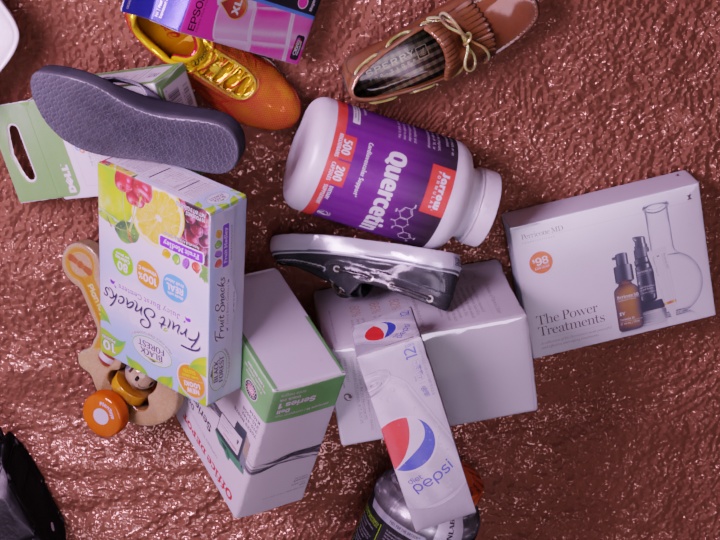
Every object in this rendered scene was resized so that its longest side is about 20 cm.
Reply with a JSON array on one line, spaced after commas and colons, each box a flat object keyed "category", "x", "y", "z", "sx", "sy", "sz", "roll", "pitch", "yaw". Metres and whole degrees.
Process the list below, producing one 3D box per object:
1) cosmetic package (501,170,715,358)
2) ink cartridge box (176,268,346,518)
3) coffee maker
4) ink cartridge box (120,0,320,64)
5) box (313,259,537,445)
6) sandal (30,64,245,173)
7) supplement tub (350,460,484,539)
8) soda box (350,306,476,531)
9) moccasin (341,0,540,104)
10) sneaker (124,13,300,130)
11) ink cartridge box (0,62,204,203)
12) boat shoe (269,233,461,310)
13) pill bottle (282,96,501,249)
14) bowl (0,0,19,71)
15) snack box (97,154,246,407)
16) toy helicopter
[{"category": "cosmetic package", "x": 0.257, "y": -0.006, "z": 1.544, "sx": 0.199, "sy": 0.052, "sz": 0.151, "roll": -14, "pitch": 110, "yaw": -1}, {"category": "ink cartridge box", "x": -0.102, "y": 0.123, "z": 1.461, "sx": 0.084, "sy": 0.146, "sz": 0.201, "roll": -13, "pitch": 141, "yaw": -31}, {"category": "coffee maker", "x": -0.431, "y": 0.256, "z": 1.540, "sx": 0.199, "sy": 0.135, "sz": 0.193, "roll": -23, "pitch": 89, "yaw": 2}, {"category": "ink cartridge box", "x": -0.118, "y": -0.253, "z": 1.348, "sx": 0.199, "sy": 0.037, "sz": 0.095, "roll": 8, "pitch": 107, "yaw": -46}, {"category": "box", "x": 0.062, "y": 0.079, "z": 1.499, "sx": 0.199, "sy": 0.152, "sz": 0.107, "roll": -9, "pitch": 112, "yaw": -2}, {"category": "sandal", "x": -0.197, "y": -0.134, "z": 1.328, "sx": 0.199, "sy": 0.043, "sz": 0.076, "roll": 18, "pitch": 132, "yaw": 4}, {"category": "supplement tub", "x": 0.052, "y": 0.297, "z": 1.602, "sx": 0.122, "sy": 0.123, "sz": 0.201, "roll": 18, "pitch": 110, "yaw": -13}, {"category": "soda box", "x": 0.050, "y": 0.141, "z": 1.404, "sx": 0.063, "sy": 0.068, "sz": 0.201, "roll": -18, "pitch": 115, "yaw": 1}, {"category": "moccasin", "x": 0.077, "y": -0.215, "z": 1.422, "sx": 0.200, "sy": 0.078, "sz": 0.074, "roll": -19, "pitch": 113, "yaw": 1}, {"category": "sneaker", "x": -0.142, "y": -0.191, "z": 1.409, "sx": 0.200, "sy": 0.077, "sz": 0.073, "roll": 33, "pitch": 103, "yaw": -19}, {"category": "ink cartridge box", "x": -0.246, "y": -0.128, "z": 1.412, "sx": 0.199, "sy": 0.059, "sz": 0.104, "roll": -4, "pitch": 116, "yaw": 27}, {"category": "boat shoe", "x": 0.000, "y": 0.000, "z": 1.467, "sx": 0.199, "sy": 0.069, "sz": 0.057, "roll": 7, "pitch": 84, "yaw": 21}, {"category": "pill bottle", "x": 0.032, "y": -0.088, "z": 1.450, "sx": 0.199, "sy": 0.113, "sz": 0.113, "roll": 17, "pitch": 109, "yaw": -13}, {"category": "bowl", "x": -0.431, "y": -0.226, "z": 1.361, "sx": 0.200, "sy": 0.075, "sz": 0.200, "roll": -40, "pitch": 111, "yaw": 11}, {"category": "snack box", "x": -0.173, "y": 0.006, "z": 1.358, "sx": 0.142, "sy": 0.053, "sz": 0.201, "roll": 25, "pitch": 125, "yaw": 32}, {"category": "toy helicopter", "x": -0.235, "y": 0.060, "z": 1.490, "sx": 0.132, "sy": 0.079, "sz": 0.201, "roll": -20, "pitch": 98, "yaw": 31}]
